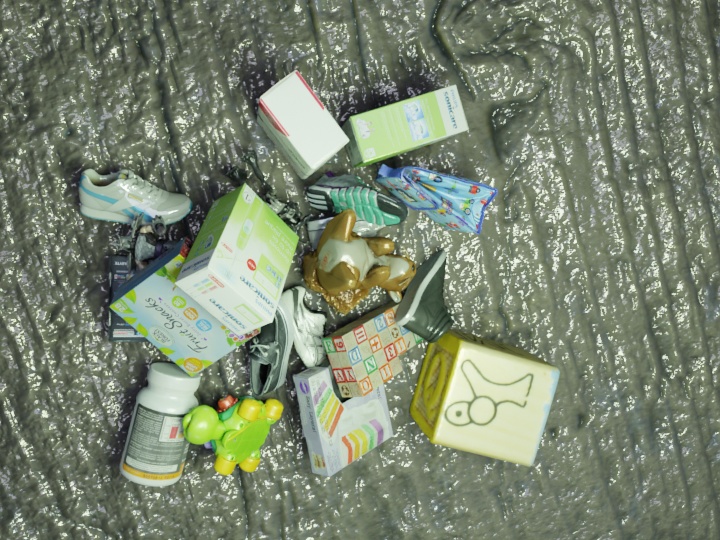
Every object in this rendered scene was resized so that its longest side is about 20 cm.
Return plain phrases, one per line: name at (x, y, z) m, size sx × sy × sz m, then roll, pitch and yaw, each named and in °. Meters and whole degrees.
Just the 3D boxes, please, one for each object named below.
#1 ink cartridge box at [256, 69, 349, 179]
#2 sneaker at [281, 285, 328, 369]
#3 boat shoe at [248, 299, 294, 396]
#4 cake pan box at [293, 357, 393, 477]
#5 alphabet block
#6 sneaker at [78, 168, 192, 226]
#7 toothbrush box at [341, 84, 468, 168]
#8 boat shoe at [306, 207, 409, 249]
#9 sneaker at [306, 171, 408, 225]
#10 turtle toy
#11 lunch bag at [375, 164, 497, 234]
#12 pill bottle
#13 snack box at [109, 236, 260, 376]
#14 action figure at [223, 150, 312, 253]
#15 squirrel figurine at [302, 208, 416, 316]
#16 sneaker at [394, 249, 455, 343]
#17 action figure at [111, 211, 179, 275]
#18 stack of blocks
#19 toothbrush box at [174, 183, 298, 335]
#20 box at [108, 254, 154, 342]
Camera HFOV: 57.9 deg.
ink cartridge box at (-0.107, -0.249, 1.151) m, size 0.084 × 0.200 × 0.145 m, roll -39°, pitch 98°, yaw -6°
sneaker at (-0.090, 0.122, 1.244) m, size 0.087 × 0.076 × 0.201 m, roll -33°, pitch 99°, yaw -4°
boat shoe at (-0.174, 0.145, 1.201) m, size 0.071 × 0.068 × 0.201 m, roll 26°, pitch 122°, yaw 25°
cake pan box at (-0.029, 0.254, 1.226) m, size 0.183 × 0.052 × 0.202 m, roll -18°, pitch 101°, yaw -45°
alphabet block at (0.228, 0.232, 1.239) m, size 0.198 × 0.196 × 0.197 m, roll 17°, pitch 90°, yaw -9°
sneaker at (-0.403, -0.132, 1.168) m, size 0.198 × 0.077 × 0.081 m, roll 4°, pitch 124°, yaw -9°
toothbrush box at (0.076, -0.261, 1.195) m, size 0.199 × 0.146 × 0.087 m, roll -20°, pitch 97°, yaw -7°
boat shoe at (-0.002, -0.080, 1.244) m, size 0.198 × 0.072 × 0.066 m, roll -11°, pitch 100°, yaw -6°
sneaker at (0.002, -0.145, 1.195) m, size 0.198 × 0.075 × 0.088 m, roll 15°, pitch 52°, yaw 20°
turtle toy at (-0.240, 0.289, 1.196) m, size 0.101 × 0.200 × 0.147 m, roll 26°, pitch 91°, yaw 29°
lunch bag at (0.125, -0.151, 1.205) m, size 0.199 × 0.151 × 0.095 m, roll 23°, pitch 91°, yaw -16°
pill bottle at (-0.364, 0.280, 1.195) m, size 0.115 × 0.116 × 0.202 m, roll 15°, pitch 93°, yaw -9°
snack box at (-0.297, 0.068, 1.127) m, size 0.168 × 0.068 × 0.200 m, roll -32°, pitch 117°, yaw 16°
action figure at (-0.173, -0.112, 1.196) m, size 0.118 × 0.102 × 0.201 m, roll -32°, pitch 96°, yaw 30°
squirrel figurine at (0.000, 0.000, 1.214) m, size 0.186 × 0.199 × 0.143 m, roll 11°, pitch 62°, yaw -37°
sneaker at (0.142, 0.055, 1.248) m, size 0.099 × 0.071 × 0.201 m, roll 41°, pitch 52°, yaw -14°
action figure at (-0.339, -0.031, 1.147) m, size 0.198 × 0.070 × 0.131 m, roll 13°, pitch 118°, yaw -6°
stack of blocks at (0.032, 0.141, 1.217) m, size 0.199 × 0.058 × 0.116 m, roll -26°, pitch 99°, yaw -43°
toothbrush box at (-0.198, -0.019, 1.083) m, size 0.086 × 0.201 × 0.146 m, roll -22°, pitch 127°, yaw 33°
box at (-0.364, 0.053, 1.213) m, size 0.198 × 0.046 × 0.161 m, roll 1°, pitch 94°, yaw -9°
